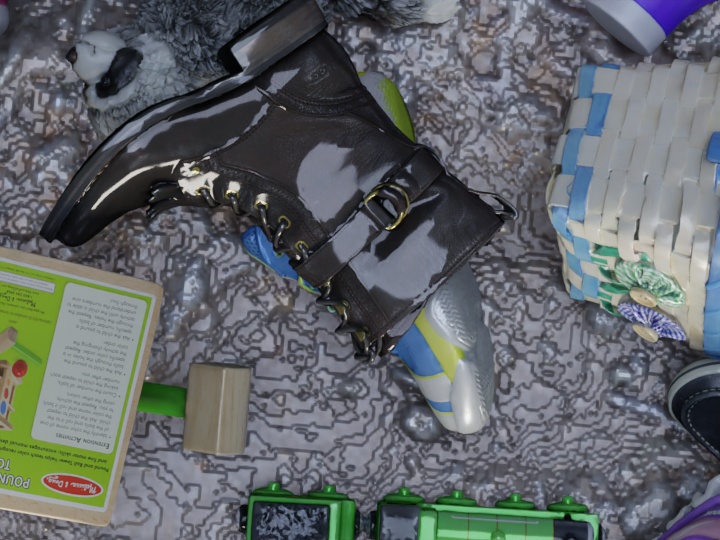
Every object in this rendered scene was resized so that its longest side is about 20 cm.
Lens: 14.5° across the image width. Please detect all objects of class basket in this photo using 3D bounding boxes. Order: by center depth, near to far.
[{"bbox_3d":[0.201,-0.029,1.460,0.199,0.176,0.139,4,69,12],"label":"basket"}]

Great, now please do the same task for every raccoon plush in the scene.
[{"bbox_3d":[-0.053,-0.109,1.494,0.199,0.097,0.134,11,96,-3],"label":"raccoon plush"}]

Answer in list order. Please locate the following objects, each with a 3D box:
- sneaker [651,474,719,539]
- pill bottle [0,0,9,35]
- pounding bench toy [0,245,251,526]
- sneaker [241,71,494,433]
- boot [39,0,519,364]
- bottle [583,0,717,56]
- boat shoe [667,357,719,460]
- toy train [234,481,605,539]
[{"bbox_3d":[0.153,0.186,1.474,0.080,0.088,0.200,44,110,-1],"label":"sneaker"},{"bbox_3d":[-0.256,-0.210,1.471,0.113,0.113,0.201,-12,90,-3],"label":"pill bottle"},{"bbox_3d":[-0.173,0.055,1.462,0.200,0.156,0.125,14,87,-33],"label":"pounding bench toy"},{"bbox_3d":[0.000,0.000,1.509,0.105,0.076,0.200,-19,88,14],"label":"sneaker"},{"bbox_3d":[-0.041,-0.024,1.431,0.200,0.069,0.174,-37,97,2],"label":"boot"},{"bbox_3d":[0.199,-0.204,1.507,0.065,0.084,0.200,40,88,-2],"label":"bottle"},{"bbox_3d":[0.249,0.115,1.503,0.200,0.062,0.075,35,131,-4],"label":"boat shoe"},{"bbox_3d":[0.033,0.137,1.506,0.199,0.056,0.042,3,89,-2],"label":"toy train"}]
